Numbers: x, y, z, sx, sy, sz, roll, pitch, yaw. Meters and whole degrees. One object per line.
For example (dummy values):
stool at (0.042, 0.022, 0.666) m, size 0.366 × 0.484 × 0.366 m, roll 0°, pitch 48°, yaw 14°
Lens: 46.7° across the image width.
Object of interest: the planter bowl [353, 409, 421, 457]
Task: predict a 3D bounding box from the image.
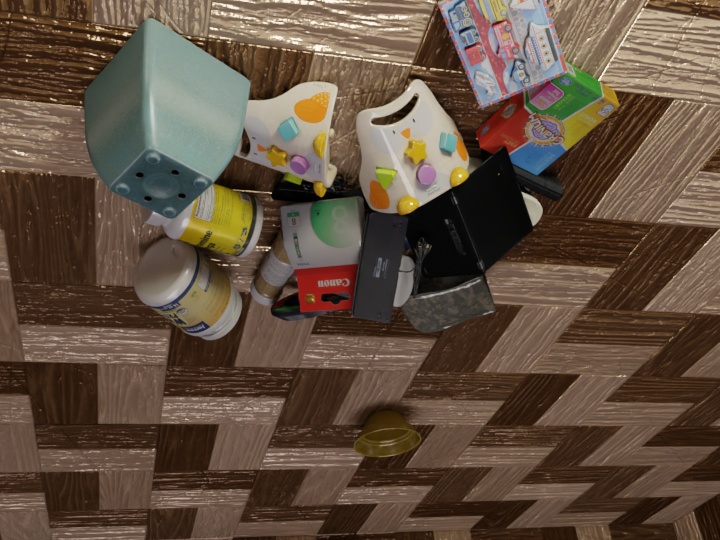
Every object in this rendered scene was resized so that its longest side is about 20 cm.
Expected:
planter bowl at (0.073, 0.457, 2.392) m, size 0.195 × 0.085 × 0.202 m, roll -5°, pitch 146°, yaw -3°

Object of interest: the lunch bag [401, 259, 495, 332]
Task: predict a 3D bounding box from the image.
lunch bag at (0.173, 0.042, 1.778) m, size 0.196 × 0.120 × 0.165 m, roll -20°, pitch 146°, yaw 10°

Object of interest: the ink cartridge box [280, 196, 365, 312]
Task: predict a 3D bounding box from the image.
ink cartridge box at (-0.062, -0.027, 1.537) m, size 0.157 × 0.206 × 0.050 m, roll -4°, pitch -178°, yaw 23°

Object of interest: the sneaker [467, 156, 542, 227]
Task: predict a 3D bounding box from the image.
sneaker at (0.246, -0.151, 1.560) m, size 0.198 × 0.085 × 0.076 m, roll 33°, pitch 106°, yaw -14°

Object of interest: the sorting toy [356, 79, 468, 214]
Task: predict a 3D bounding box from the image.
sorting toy at (0.078, -0.210, 1.380) m, size 0.197 × 0.107 × 0.182 m, roll -30°, pitch 121°, yaw -2°

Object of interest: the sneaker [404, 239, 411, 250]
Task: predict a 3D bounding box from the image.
sneaker at (0.111, -0.129, 1.533) m, size 0.143 × 0.082 × 0.203 m, roll -15°, pitch 129°, yaw 9°

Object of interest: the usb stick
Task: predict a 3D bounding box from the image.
usb stick at (0.299, -0.180, 1.535) m, size 0.197 × 0.057 × 0.033 m, roll 18°, pitch 139°, yaw -33°

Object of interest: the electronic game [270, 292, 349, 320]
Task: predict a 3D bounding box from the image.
electronic game at (-0.091, 0.058, 1.721) m, size 0.195 × 0.043 × 0.200 m, roll -15°, pitch -170°, yaw 3°

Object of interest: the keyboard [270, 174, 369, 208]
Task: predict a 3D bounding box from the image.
keyboard at (-0.061, -0.151, 1.537) m, size 0.195 × 0.041 × 0.104 m, roll 3°, pitch 168°, yaw -19°

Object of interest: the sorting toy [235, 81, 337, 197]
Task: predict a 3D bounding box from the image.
sorting toy at (-0.132, -0.214, 1.385) m, size 0.175 × 0.109 × 0.202 m, roll 12°, pitch 146°, yaw 6°

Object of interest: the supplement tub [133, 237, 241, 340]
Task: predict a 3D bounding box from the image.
supplement tub at (-0.336, 0.040, 1.647) m, size 0.142 × 0.147 × 0.200 m, roll -20°, pitch 144°, yaw 18°

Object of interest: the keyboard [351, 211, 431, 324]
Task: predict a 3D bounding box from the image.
keyboard at (0.057, -0.003, 1.499) m, size 0.124 × 0.021 × 0.205 m, roll 10°, pitch 106°, yaw 0°

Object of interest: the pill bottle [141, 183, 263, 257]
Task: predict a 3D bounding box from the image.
pill bottle at (-0.281, -0.100, 1.481) m, size 0.196 × 0.115 × 0.112 m, roll 16°, pitch 140°, yaw -30°

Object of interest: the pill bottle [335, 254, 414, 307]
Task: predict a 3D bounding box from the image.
pill bottle at (0.000, 0.000, 1.607) m, size 0.196 × 0.116 × 0.114 m, roll 15°, pitch 158°, yaw 31°

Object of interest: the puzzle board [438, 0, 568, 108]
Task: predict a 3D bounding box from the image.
puzzle board at (0.221, -0.351, 1.269) m, size 0.148 × 0.018 × 0.201 m, roll -19°, pitch 133°, yaw 17°

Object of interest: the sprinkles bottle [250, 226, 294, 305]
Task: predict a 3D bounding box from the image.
sprinkles bottle at (-0.164, -0.010, 1.676) m, size 0.067 × 0.070 × 0.201 m, roll 8°, pitch 143°, yaw -22°

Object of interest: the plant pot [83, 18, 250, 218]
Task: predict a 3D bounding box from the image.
plant pot at (-0.293, -0.203, 1.247) m, size 0.194 × 0.204 × 0.195 m, roll 27°, pitch 134°, yaw -37°

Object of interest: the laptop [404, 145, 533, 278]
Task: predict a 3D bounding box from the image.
laptop at (0.186, -0.100, 1.509) m, size 0.196 × 0.117 × 0.190 m, roll -5°, pitch 128°, yaw 31°

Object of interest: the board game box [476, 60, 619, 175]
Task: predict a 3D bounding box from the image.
board game box at (0.320, -0.261, 1.434) m, size 0.150 × 0.041 × 0.200 m, roll 17°, pitch 138°, yaw -32°
